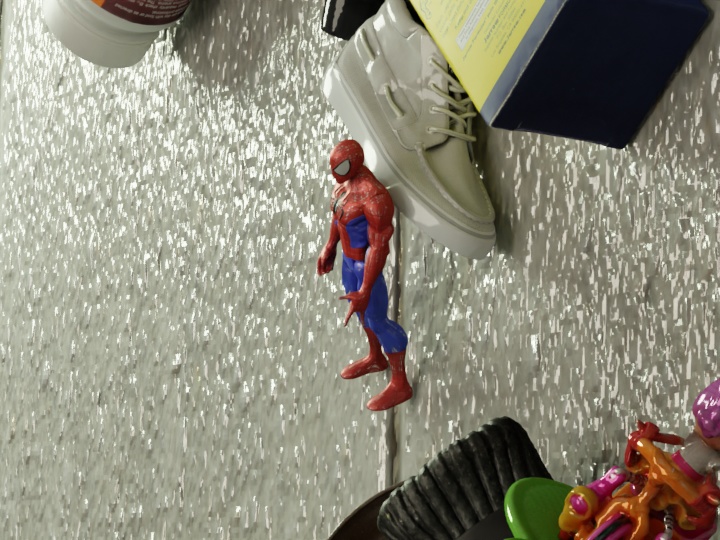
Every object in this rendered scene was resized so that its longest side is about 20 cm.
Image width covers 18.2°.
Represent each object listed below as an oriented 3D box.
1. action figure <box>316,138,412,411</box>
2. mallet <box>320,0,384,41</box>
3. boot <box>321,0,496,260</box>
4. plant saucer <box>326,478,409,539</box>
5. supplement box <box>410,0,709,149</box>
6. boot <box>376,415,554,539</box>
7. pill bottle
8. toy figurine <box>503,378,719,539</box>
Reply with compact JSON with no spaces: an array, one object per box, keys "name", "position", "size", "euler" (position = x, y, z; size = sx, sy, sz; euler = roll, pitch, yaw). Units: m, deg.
[{"name":"action figure","position":[0.000,0.000,1.476],"size":[0.066,0.051,0.201],"euler":[-126,26,-51]},{"name":"mallet","position":[-0.035,-0.230,1.657],"size":[0.200,0.041,0.066],"euler":[48,123,53]},{"name":"boot","position":[0.048,-0.104,1.480],"size":[0.096,0.073,0.200],"euler":[-54,50,24]},{"name":"plant saucer","position":[0.060,0.221,1.343],"size":[0.032,0.199,0.202],"euler":[67,-166,-69]},{"name":"supplement box","position":[0.104,-0.183,1.375],"size":[0.110,0.108,0.201],"euler":[-59,41,31]},{"name":"boot","position":[0.053,0.201,1.290],"size":[0.158,0.211,0.080],"euler":[49,163,12]},{"name":"pill bottle","position":[-0.171,-0.263,1.789],"size":[0.200,0.114,0.115],"euler":[-52,45,37]},{"name":"toy figurine","position":[0.176,0.097,1.178],"size":[0.150,0.200,0.185],"euler":[42,110,22]}]
